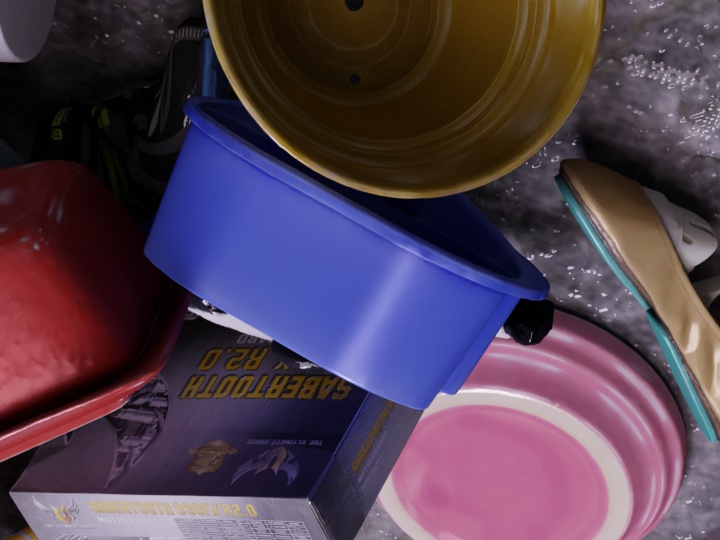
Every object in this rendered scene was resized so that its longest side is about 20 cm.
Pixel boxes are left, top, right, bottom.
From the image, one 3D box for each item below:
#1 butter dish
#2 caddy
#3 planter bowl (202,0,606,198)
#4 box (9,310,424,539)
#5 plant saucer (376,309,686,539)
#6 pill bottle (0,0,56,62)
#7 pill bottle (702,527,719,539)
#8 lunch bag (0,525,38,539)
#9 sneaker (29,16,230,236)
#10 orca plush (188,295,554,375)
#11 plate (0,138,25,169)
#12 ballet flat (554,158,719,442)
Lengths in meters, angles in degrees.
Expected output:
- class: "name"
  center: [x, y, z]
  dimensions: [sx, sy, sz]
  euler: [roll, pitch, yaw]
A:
- class: "butter dish"
  center: [-0.193, 0.007, 1.203]
  dimensions: [0.199, 0.200, 0.148]
  euler: [-23, 105, 11]
- class: "caddy"
  center: [-0.006, -0.019, 1.182]
  dimensions: [0.200, 0.141, 0.105]
  euler: [29, 101, 11]
- class: "planter bowl"
  center: [0.009, -0.132, 1.148]
  dimensions: [0.200, 0.201, 0.083]
  euler: [37, 167, -16]
- class: "box"
  center: [-0.070, 0.083, 1.319]
  dimensions: [0.200, 0.159, 0.048]
  euler: [-2, 129, 33]
- class: "plant saucer"
  center: [0.084, 0.106, 1.385]
  dimensions: [0.200, 0.051, 0.201]
  euler: [9, 133, 10]
- class: "pill bottle"
  center: [-0.260, -0.148, 1.229]
  dimensions: [0.199, 0.112, 0.112]
  euler: [4, 131, 15]
- class: "pill bottle"
  center: [0.230, 0.242, 1.417]
  dimensions: [0.110, 0.111, 0.200]
  euler: [6, 132, 13]
- class: "lunch bag"
  center: [-0.165, 0.217, 1.470]
  dimensions: [0.169, 0.127, 0.200]
  euler: [-26, 156, 5]
- class: "sneaker"
  center: [-0.129, -0.064, 1.289]
  dimensions: [0.083, 0.071, 0.200]
  euler: [28, 136, -16]
- class: "orca plush"
  center: [0.000, 0.000, 1.268]
  dimensions: [0.200, 0.105, 0.071]
  euler: [17, 138, 22]
- class: "plate"
  center: [-0.263, -0.009, 1.291]
  dimensions: [0.199, 0.026, 0.201]
  euler: [-4, 131, -5]
- class: "ballet flat"
  center: [0.168, 0.005, 1.275]
  dimensions: [0.063, 0.069, 0.200]
  euler: [-31, 122, 5]
